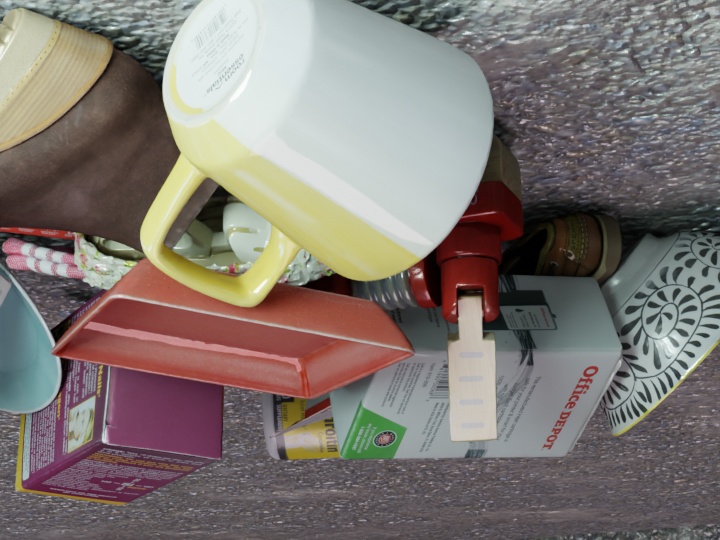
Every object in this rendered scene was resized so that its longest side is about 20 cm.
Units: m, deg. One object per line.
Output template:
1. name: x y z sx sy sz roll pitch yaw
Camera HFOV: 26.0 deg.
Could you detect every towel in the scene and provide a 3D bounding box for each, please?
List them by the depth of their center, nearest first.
1. towel: -0.149 -0.003 1.175 0.198 0.030 0.146 8 -177 22

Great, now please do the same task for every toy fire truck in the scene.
1. toy fire truck: 0.032 0.014 1.096 0.174 0.202 0.129 -9 161 20

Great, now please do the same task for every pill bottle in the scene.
1. pill bottle: 0.000 0.139 1.637 0.198 0.113 0.112 -3 163 3

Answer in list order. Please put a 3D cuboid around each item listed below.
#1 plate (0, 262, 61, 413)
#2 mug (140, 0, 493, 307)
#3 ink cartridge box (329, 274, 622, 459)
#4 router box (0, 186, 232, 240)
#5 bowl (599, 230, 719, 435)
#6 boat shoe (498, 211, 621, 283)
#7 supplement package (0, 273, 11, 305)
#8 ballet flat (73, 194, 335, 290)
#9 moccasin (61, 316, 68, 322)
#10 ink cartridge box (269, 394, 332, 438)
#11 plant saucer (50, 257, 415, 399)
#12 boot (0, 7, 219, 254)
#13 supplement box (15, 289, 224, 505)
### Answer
1. plate: -0.313 0.030 1.247 0.199 0.026 0.201 21 136 21
2. mug: -0.034 -0.073 0.877 0.153 0.188 0.149 26 169 -41
3. ink cartridge box: 0.088 0.077 1.238 0.198 0.084 0.147 2 138 -17
4. router box: -0.175 -0.070 1.063 0.198 0.049 0.179 7 161 -26
5. bowl: 0.244 0.031 1.296 0.094 0.201 0.201 43 160 4
6. boat shoe: 0.142 0.005 1.309 0.067 0.073 0.200 4 150 -20
7. supplement package: -0.359 0.006 1.087 0.120 0.121 0.200 20 165 23
8. ballet flat: -0.099 -0.020 1.031 0.198 0.076 0.064 -7 154 8
9. moccasin: -0.185 0.066 1.456 0.200 0.074 0.078 10 153 -29
10. ink cartridge box: 0.017 0.086 1.418 0.162 0.057 0.200 -30 167 25
11. plant saucer: -0.089 0.039 1.036 0.198 0.037 0.199 12 163 -20
12. boot: -0.184 -0.040 0.934 0.166 0.201 0.072 32 -170 -32
13. supplement box: -0.196 0.105 1.266 0.102 0.132 0.200 13 157 -28
